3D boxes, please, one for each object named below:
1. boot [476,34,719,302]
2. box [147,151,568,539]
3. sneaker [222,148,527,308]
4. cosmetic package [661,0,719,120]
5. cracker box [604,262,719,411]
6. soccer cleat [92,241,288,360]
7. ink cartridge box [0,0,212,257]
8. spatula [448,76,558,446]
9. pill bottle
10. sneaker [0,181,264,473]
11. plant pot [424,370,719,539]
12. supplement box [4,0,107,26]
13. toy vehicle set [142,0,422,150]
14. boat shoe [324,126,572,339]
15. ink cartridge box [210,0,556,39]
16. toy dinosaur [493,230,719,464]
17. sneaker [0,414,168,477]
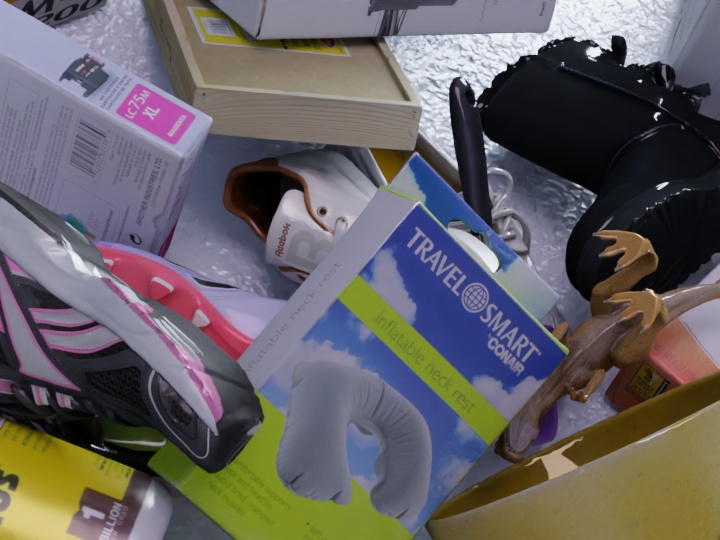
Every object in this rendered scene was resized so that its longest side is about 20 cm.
[{"bbox_3d":[0.132,-0.061,1.326,0.162,0.073,0.198,32,40,29],"label":"boot"},{"bbox_3d":[0.008,0.057,1.136,0.122,0.048,0.200,44,82,-26],"label":"box"},{"bbox_3d":[0.000,0.000,1.241,0.085,0.073,0.200,-5,30,-44],"label":"sneaker"},{"bbox_3d":[0.305,-0.155,1.427,0.200,0.166,0.167,24,52,0],"label":"cosmetic package"},{"bbox_3d":[0.251,0.045,1.334,0.134,0.058,0.200,41,52,12],"label":"cracker box"},{"bbox_3d":[-0.065,0.035,1.241,0.200,0.067,0.076,21,20,3],"label":"soccer cleat"},{"bbox_3d":[-0.182,-0.083,1.238,0.200,0.119,0.042,28,53,2],"label":"ink cartridge box"},{"bbox_3d":[0.073,-0.006,1.249,0.056,0.021,0.200,-7,81,-57],"label":"spatula"},{"bbox_3d":[-0.196,0.115,1.098,0.200,0.109,0.109,21,52,-3],"label":"pill bottle"},{"bbox_3d":[-0.130,0.041,1.094,0.200,0.080,0.086,38,94,35],"label":"sneaker"},{"bbox_3d":[0.150,0.145,1.162,0.200,0.200,0.142,-24,88,-31],"label":"plant pot"},{"bbox_3d":[-0.243,-0.223,1.347,0.126,0.074,0.200,-25,67,-32],"label":"supplement box"},{"bbox_3d":[-0.048,-0.124,1.314,0.124,0.027,0.200,5,26,-15],"label":"toy vehicle set"},{"bbox_3d":[0.057,-0.021,1.297,0.075,0.086,0.202,-25,66,-31],"label":"boat shoe"},{"bbox_3d":[-0.002,-0.197,1.356,0.200,0.084,0.145,-5,29,-31],"label":"ink cartridge box"},{"bbox_3d":[0.142,0.026,1.229,0.200,0.106,0.060,-29,63,-22],"label":"toy dinosaur"},{"bbox_3d":[-0.143,0.053,1.161,0.200,0.087,0.074,20,82,-2],"label":"sneaker"}]
